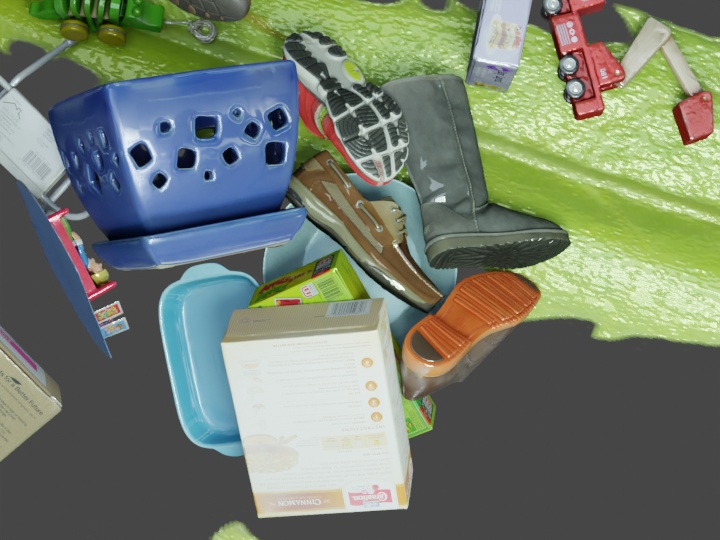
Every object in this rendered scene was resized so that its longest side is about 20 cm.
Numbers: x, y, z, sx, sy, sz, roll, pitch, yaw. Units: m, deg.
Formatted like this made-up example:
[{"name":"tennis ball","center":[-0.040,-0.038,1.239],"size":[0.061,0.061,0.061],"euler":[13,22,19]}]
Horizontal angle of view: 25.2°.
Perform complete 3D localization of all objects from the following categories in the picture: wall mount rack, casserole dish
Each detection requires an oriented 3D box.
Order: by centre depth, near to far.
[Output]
[{"name":"casserole dish","center":[-0.137,0.090,1.660],"size":[0.121,0.039,0.200],"euler":[-11,93,16]},{"name":"wall mount rack","center":[-0.320,-0.151,1.681],"size":[0.200,0.075,0.174],"euler":[44,94,4]}]

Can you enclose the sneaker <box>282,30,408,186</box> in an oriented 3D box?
[{"name":"sneaker","center":[-0.017,-0.156,1.639],"size":[0.077,0.085,0.200],"euler":[-18,59,-25]}]

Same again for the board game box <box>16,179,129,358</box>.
[{"name":"board game box","center":[-0.282,-0.011,1.616],"size":[0.039,0.200,0.158],"euler":[-28,50,-15]}]

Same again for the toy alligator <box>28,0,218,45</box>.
[{"name":"toy alligator","center":[-0.249,-0.271,1.681],"size":[0.200,0.054,0.059],"euler":[7,73,1]}]

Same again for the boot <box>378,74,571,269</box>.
[{"name":"boot","center":[0.116,-0.103,1.651],"size":[0.182,0.073,0.200],"euler":[2,60,-31]}]

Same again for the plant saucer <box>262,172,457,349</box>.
[{"name":"plant saucer","center":[0.000,0.000,1.668],"size":[0.201,0.039,0.201],"euler":[0,88,3]}]

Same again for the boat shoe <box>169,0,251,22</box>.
[{"name":"boat shoe","center":[-0.195,-0.330,1.675],"size":[0.200,0.076,0.072],"euler":[31,65,5]}]

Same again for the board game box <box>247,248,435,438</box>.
[{"name":"board game box","center":[-0.016,0.088,1.613],"size":[0.102,0.048,0.200],"euler":[-24,110,19]}]

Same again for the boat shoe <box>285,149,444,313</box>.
[{"name":"boat shoe","center":[0.011,-0.043,1.614],"size":[0.200,0.076,0.074],"euler":[43,87,3]}]

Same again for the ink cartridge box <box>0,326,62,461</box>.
[{"name":"ink cartridge box","center":[-0.430,0.113,1.639],"size":[0.165,0.075,0.200],"euler":[-40,110,1]}]

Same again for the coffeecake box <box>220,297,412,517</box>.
[{"name":"coffeecake box","center":[-0.039,0.136,1.571],"size":[0.153,0.073,0.200],"euler":[-5,115,10]}]

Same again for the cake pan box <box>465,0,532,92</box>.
[{"name":"cake pan box","center":[0.147,-0.287,1.599],"size":[0.052,0.184,0.200],"euler":[11,88,0]}]

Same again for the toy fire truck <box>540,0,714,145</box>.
[{"name":"toy fire truck","center":[0.273,-0.217,1.654],"size":[0.141,0.049,0.200],"euler":[-15,86,2]}]

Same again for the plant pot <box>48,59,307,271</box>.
[{"name":"plant pot","center":[-0.173,-0.099,1.583],"size":[0.200,0.200,0.180],"euler":[-13,95,-26]}]

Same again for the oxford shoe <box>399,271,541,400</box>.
[{"name":"oxford shoe","center":[0.106,0.063,1.619],"size":[0.071,0.073,0.200],"euler":[40,48,24]}]
